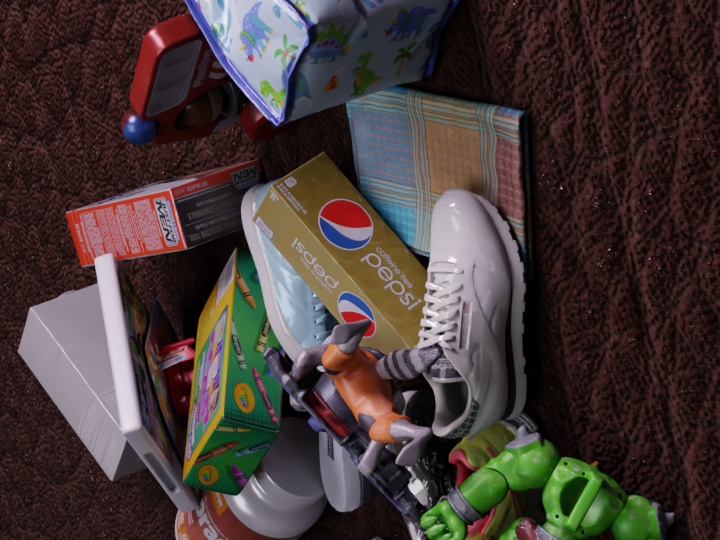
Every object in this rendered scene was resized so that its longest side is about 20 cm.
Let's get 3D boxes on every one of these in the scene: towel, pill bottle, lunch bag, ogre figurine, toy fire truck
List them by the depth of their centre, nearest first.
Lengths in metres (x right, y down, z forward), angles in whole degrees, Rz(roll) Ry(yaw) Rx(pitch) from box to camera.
[{"bbox_3d":[0.162,0.209,1.319,0.200,0.098,0.120,33,99,24],"label":"ogre figurine"},{"bbox_3d":[-0.046,-0.234,1.325,0.200,0.170,0.128,48,138,27],"label":"lunch bag"},{"bbox_3d":[0.064,-0.077,1.388,0.200,0.022,0.147,17,120,45],"label":"towel"},{"bbox_3d":[-0.129,-0.174,1.443,0.112,0.167,0.200,58,153,13],"label":"toy fire truck"},{"bbox_3d":[-0.101,0.226,1.652,0.112,0.112,0.200,57,141,14],"label":"pill bottle"}]

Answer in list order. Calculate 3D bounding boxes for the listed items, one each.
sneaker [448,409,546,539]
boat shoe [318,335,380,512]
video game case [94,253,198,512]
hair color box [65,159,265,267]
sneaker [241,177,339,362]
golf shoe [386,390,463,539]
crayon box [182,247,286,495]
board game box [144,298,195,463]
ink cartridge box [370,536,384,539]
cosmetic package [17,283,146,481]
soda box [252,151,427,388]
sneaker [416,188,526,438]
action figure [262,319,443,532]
[{"bbox_3d":[0.112,0.219,1.411,0.078,0.090,0.201,6,111,49],"label":"sneaker"},{"bbox_3d":[-0.003,0.134,1.518,0.069,0.056,0.201,48,147,44],"label":"boat shoe"},{"bbox_3d":[-0.209,0.111,1.624,0.182,0.023,0.201,68,-174,-56],"label":"video game case"},{"bbox_3d":[-0.189,-0.055,1.629,0.200,0.111,0.064,-6,102,50],"label":"hair color box"},{"bbox_3d":[-0.043,0.009,1.516,0.082,0.074,0.201,-18,98,46],"label":"sneaker"},{"bbox_3d":[0.064,0.201,1.485,0.094,0.077,0.201,13,110,59],"label":"golf shoe"},{"bbox_3d":[-0.116,0.094,1.565,0.119,0.058,0.201,122,156,-46],"label":"crayon box"},{"bbox_3d":[-0.169,0.116,1.685,0.200,0.039,0.159,-95,-13,-70],"label":"board game box"},{"bbox_3d":[0.057,0.357,1.545,0.200,0.085,0.148,24,124,44],"label":"ink cartridge box"},{"bbox_3d":[-0.276,0.118,1.818,0.200,0.107,0.090,49,137,26],"label":"cosmetic package"},{"bbox_3d":[0.000,0.000,1.434,0.200,0.068,0.064,50,147,9],"label":"soda box"},{"bbox_3d":[0.082,0.035,1.341,0.076,0.080,0.201,2,104,53],"label":"sneaker"},{"bbox_3d":[0.021,0.113,1.353,0.200,0.105,0.193,48,171,-5],"label":"action figure"}]
